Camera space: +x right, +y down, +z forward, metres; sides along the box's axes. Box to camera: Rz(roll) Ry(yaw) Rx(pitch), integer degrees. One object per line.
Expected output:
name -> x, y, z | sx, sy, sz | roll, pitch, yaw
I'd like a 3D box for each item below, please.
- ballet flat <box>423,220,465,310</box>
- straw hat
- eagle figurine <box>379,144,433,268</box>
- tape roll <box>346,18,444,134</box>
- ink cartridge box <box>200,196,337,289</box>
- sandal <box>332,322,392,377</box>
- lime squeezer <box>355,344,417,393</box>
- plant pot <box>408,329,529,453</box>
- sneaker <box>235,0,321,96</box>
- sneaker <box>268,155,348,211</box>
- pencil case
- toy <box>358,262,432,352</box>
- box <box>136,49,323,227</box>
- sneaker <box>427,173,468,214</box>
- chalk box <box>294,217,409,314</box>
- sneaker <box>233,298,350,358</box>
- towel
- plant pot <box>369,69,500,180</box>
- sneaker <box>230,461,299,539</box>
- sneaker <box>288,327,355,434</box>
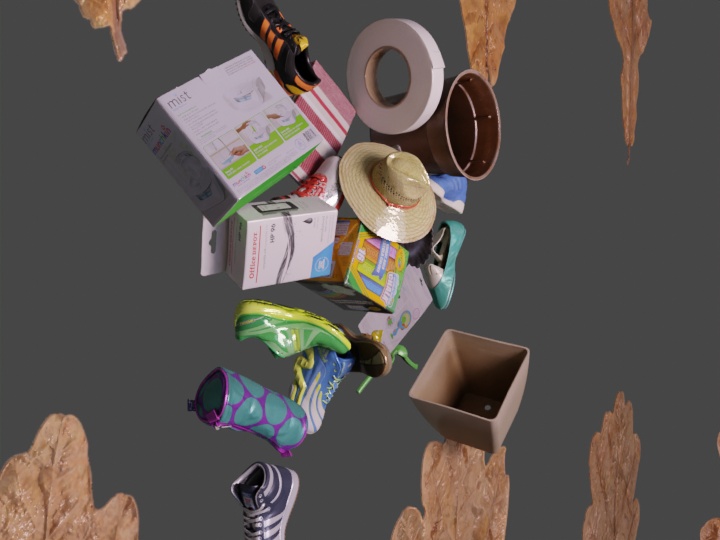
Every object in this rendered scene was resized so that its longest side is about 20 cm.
ballet flat -> 0.172, -0.017, 1.625 | 0.070, 0.067, 0.202 | 22, 73, -24
straw hat -> 0.067, -0.153, 1.279 | 0.199, 0.085, 0.203 | 14, 60, -25
eagle figurine -> 0.055, -0.118, 1.422 | 0.200, 0.150, 0.153 | 44, 44, -30
tape roll -> 0.059, -0.347, 1.352 | 0.037, 0.202, 0.205 | -18, 106, -46
ink cartridge box -> -0.140, -0.042, 1.161 | 0.199, 0.068, 0.117 | -10, 121, -33
sandal -> 0.008, 0.139, 1.314 | 0.054, 0.199, 0.081 | -11, 101, -28
lime squeezer -> 0.057, 0.186, 1.512 | 0.199, 0.038, 0.071 | -14, 133, -51
plant pot -> 0.247, 0.276, 1.633 | 0.200, 0.199, 0.178 | -54, 142, -35
sneaker -> -0.124, -0.380, 1.212 | 0.070, 0.089, 0.201 | -48, 127, -38
sneaker -> -0.093, -0.117, 1.264 | 0.108, 0.067, 0.203 | 29, 81, -48
pencil case -> -0.170, 0.224, 1.185 | 0.200, 0.085, 0.093 | 35, 49, -45
toy -> 0.059, 0.080, 1.493 | 0.200, 0.047, 0.116 | -51, 131, -33
box -> -0.184, -0.196, 1.090 | 0.177, 0.097, 0.200 | 49, 49, -4
sneaker -> 0.172, -0.198, 1.593 | 0.199, 0.076, 0.112 | 21, 81, -54
chalk box -> 0.000, 0.000, 1.356 | 0.200, 0.124, 0.125 | 32, 67, -48
sneaker -> -0.113, 0.105, 1.229 | 0.198, 0.074, 0.084 | 17, 95, -14
towel -> -0.083, -0.245, 1.325 | 0.144, 0.023, 0.201 | 45, 60, -45
plant pot -> 0.136, -0.272, 1.454 | 0.199, 0.197, 0.202 | -4, 96, -51
sneaker -> -0.166, 0.407, 1.207 | 0.108, 0.070, 0.202 | 43, 52, -48
sneaker -> -0.065, 0.186, 1.297 | 0.075, 0.104, 0.202 | -2, 93, -50
